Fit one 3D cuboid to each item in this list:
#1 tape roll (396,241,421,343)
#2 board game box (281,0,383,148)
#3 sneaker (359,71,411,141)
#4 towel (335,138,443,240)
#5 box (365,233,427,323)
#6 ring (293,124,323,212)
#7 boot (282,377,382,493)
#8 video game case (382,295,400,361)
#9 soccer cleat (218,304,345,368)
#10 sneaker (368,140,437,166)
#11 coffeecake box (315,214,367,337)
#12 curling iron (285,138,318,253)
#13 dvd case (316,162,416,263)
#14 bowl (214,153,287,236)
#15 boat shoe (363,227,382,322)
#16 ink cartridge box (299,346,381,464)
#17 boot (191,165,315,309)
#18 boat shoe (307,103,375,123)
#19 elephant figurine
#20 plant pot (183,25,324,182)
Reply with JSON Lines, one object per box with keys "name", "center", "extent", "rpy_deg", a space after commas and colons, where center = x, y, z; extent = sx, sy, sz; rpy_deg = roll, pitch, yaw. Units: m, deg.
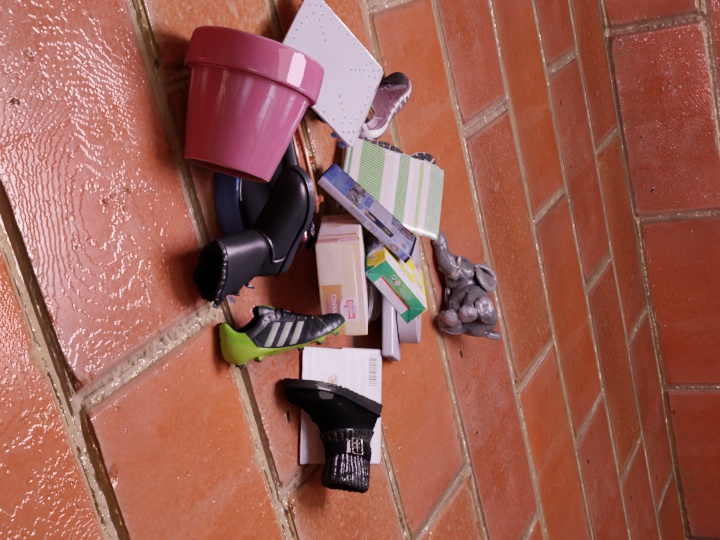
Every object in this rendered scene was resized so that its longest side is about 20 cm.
{"name": "tape roll", "center": [0.093, 0.038, 1.932], "extent": [0.203, 0.037, 0.204], "rpy_deg": [-2, 90, -83]}
{"name": "board game box", "center": [-0.055, -0.334, 1.694], "extent": [0.200, 0.026, 0.200], "rpy_deg": [44, 48, -30]}
{"name": "sneaker", "center": [0.029, -0.342, 1.906], "extent": [0.116, 0.075, 0.200], "rpy_deg": [60, 39, -33]}
{"name": "towel", "center": [0.055, -0.149, 1.833], "extent": [0.199, 0.023, 0.153], "rpy_deg": [17, 64, -19]}
{"name": "box", "center": [0.058, -0.002, 1.724], "extent": [0.117, 0.048, 0.200], "rpy_deg": [50, 16, -16]}
{"name": "ring", "center": [-0.090, -0.190, 1.612], "extent": [0.200, 0.019, 0.201], "rpy_deg": [164, -90, -83]}
{"name": "boot", "center": [-0.052, 0.269, 1.652], "extent": [0.211, 0.079, 0.158], "rpy_deg": [26, 69, -34]}
{"name": "video game case", "center": [0.058, 0.064, 1.885], "extent": [0.182, 0.024, 0.201], "rpy_deg": [54, 36, -80]}
{"name": "soccer cleat", "center": [-0.116, 0.085, 1.526], "extent": [0.199, 0.067, 0.081], "rpy_deg": [-16, 94, -23]}
{"name": "sneaker", "center": [0.054, -0.184, 1.922], "extent": [0.200, 0.090, 0.079], "rpy_deg": [10, 63, -38]}
{"name": "coffeecake box", "center": [-0.027, 0.004, 1.666], "extent": [0.200, 0.073, 0.154], "rpy_deg": [-87, 173, -74]}
{"name": "curling iron", "center": [-0.100, -0.124, 1.623], "extent": [0.050, 0.025, 0.201], "rpy_deg": [-45, 122, -79]}
{"name": "dvd case", "center": [0.014, -0.100, 1.718], "extent": [0.200, 0.018, 0.143], "rpy_deg": [42, 16, -5]}
{"name": "bowl", "center": [-0.152, -0.110, 1.592], "extent": [0.200, 0.039, 0.201], "rpy_deg": [12, 76, -60]}
{"name": "boat shoe", "center": [-0.001, 0.001, 1.809], "extent": [0.072, 0.070, 0.202], "rpy_deg": [-38, 122, -64]}
{"name": "ink cartridge box", "center": [-0.041, 0.232, 1.742], "extent": [0.173, 0.043, 0.201], "rpy_deg": [7, 80, -37]}
{"name": "boot", "center": [-0.155, -0.047, 1.451], "extent": [0.162, 0.073, 0.199], "rpy_deg": [-23, 143, -47]}
{"name": "boat shoe", "center": [-0.053, -0.284, 1.760], "extent": [0.200, 0.072, 0.068], "rpy_deg": [19, 70, -44]}
{"name": "elephant figurine", "center": [0.226, 0.032, 2.166], "extent": [0.155, 0.141, 0.201], "rpy_deg": [92, -6, -58]}
{"name": "plant pot", "center": [-0.167, -0.228, 1.447], "extent": [0.200, 0.200, 0.180], "rpy_deg": [19, 85, -58]}
